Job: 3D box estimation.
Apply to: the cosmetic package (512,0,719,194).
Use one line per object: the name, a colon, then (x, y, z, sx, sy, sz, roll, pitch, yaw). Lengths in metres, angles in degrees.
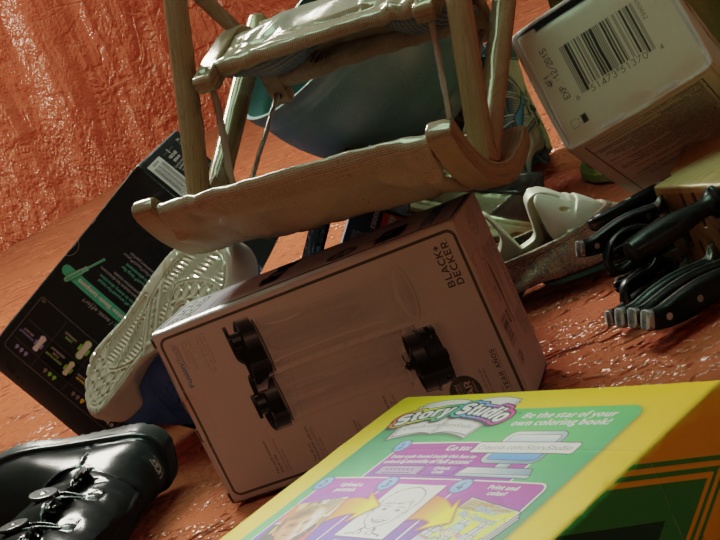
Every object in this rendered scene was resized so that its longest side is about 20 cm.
cosmetic package: (0.188, -0.117, 0.931, 0.103, 0.088, 0.200, -31, -20, 18)

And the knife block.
knife block: (0.226, -0.034, 0.806, 0.199, 0.064, 0.176, -20, 14, 26)

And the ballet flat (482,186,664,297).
ballet flat: (0.109, -0.015, 0.958, 0.199, 0.068, 0.068, -25, 11, 4)

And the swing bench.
swing bench: (-0.013, -0.112, 0.834, 0.197, 0.202, 0.130, -11, -24, 26)

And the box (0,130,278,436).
box: (-0.174, 0.014, 1.123, 0.200, 0.124, 0.149, -49, 7, 15)

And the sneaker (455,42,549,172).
sneaker: (0.120, -0.121, 1.238, 0.078, 0.086, 0.201, -42, 27, 44)

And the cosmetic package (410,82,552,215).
cosmetic package: (0.074, -0.110, 1.352, 0.199, 0.088, 0.103, -25, 1, 5)

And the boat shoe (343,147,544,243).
boat shoe: (0.065, -0.073, 1.124, 0.200, 0.067, 0.071, 22, 11, 39)

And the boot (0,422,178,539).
boot: (-0.209, 0.172, 0.854, 0.164, 0.066, 0.200, -23, 16, 20)

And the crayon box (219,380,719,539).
crayon box: (0.035, 0.114, 0.584, 0.172, 0.059, 0.199, -33, 14, -35)

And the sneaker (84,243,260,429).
sneaker: (-0.095, 0.049, 0.962, 0.110, 0.077, 0.200, 13, -40, -34)

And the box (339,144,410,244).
box: (0.000, 0.000, 0.978, 0.037, 0.138, 0.200, 16, 15, -1)

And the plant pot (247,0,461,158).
plant pot: (0.012, -0.171, 1.230, 0.200, 0.134, 0.201, -43, 23, 24)

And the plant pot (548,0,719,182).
plant pot: (0.241, -0.200, 1.191, 0.199, 0.185, 0.200, -25, 12, 6)

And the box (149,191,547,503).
box: (-0.007, 0.046, 0.821, 0.199, 0.117, 0.060, -22, 12, 21)

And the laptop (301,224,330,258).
laptop: (-0.092, 0.004, 1.199, 0.102, 0.202, 0.177, 13, 11, -6)
